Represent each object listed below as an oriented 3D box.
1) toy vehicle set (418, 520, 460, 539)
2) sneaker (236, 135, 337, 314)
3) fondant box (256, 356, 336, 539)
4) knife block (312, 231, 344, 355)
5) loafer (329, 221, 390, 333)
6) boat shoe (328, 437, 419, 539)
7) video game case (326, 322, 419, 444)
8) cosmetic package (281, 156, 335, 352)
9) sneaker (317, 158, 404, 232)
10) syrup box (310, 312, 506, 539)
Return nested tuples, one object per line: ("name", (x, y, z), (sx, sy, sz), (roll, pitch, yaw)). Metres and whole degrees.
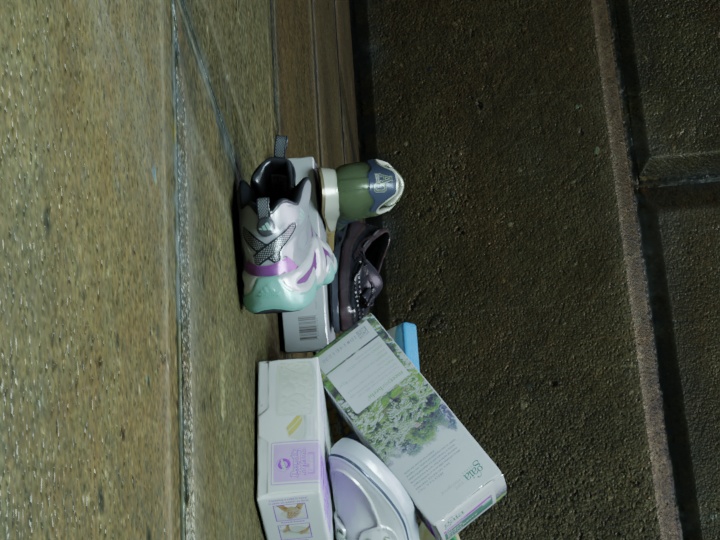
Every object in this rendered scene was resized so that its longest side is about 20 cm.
("toy vehicle set", (0.098, 0.359, 1.667), (0.124, 0.026, 0.201), (-62, 135, -64))
("sneaker", (-0.065, -0.050, 1.432), (0.200, 0.077, 0.141), (-84, 169, -78))
("fondant box", (-0.053, 0.196, 1.472), (0.201, 0.058, 0.145), (80, 6, -50))
("knife block", (-0.037, 0.036, 2.037), (0.200, 0.064, 0.177), (74, 12, -78))
("loafer", (0.000, 0.000, 1.787), (0.200, 0.063, 0.072), (-86, 175, -60))
("boat shoe", (0.012, 0.240, 1.450), (0.067, 0.073, 0.201), (-45, 126, -29))
("video game case", (-0.007, 0.149, 1.625), (0.200, 0.018, 0.144), (-29, -122, 47))
("cosmetic package", (-0.060, -0.013, 1.749), (0.151, 0.051, 0.201), (38, 47, -84))
("sneaker", (0.003, -0.081, 1.751), (0.200, 0.089, 0.068), (61, 23, -88))
("syrup box", (0.042, 0.145, 1.493), (0.200, 0.079, 0.082), (50, -8, 21))
